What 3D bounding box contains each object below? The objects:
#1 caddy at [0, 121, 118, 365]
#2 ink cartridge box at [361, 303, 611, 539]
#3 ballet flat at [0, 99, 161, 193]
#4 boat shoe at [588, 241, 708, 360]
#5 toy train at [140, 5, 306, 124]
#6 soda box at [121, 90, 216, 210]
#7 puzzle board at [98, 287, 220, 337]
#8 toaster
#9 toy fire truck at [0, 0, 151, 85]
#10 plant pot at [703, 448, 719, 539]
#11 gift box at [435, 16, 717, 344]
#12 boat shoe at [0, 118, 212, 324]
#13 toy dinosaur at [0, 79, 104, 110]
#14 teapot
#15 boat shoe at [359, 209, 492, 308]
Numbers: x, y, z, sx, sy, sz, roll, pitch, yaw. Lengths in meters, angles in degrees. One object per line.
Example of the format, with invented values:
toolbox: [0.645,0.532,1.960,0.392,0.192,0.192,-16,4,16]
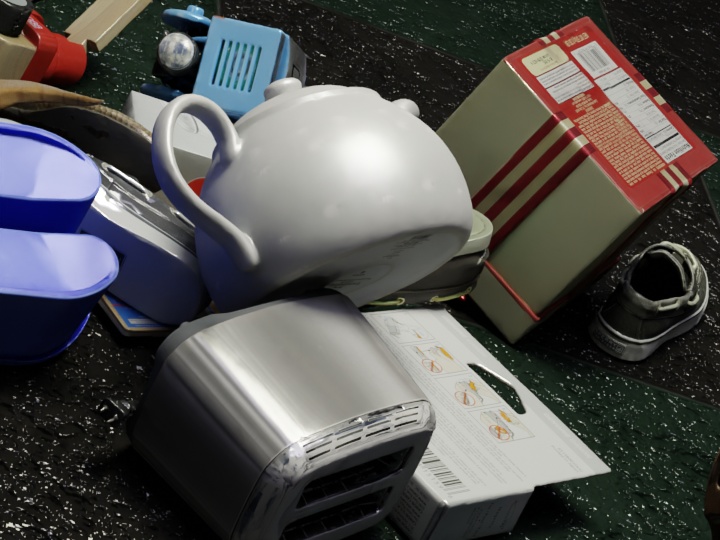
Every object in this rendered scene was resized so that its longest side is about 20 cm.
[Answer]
caddy: [-0.250,-0.015,1.495,0.199,0.105,0.142,7,55,-35]
ink cartridge box: [0.047,0.101,1.619,0.173,0.044,0.200,-3,38,-46]
ballet flat: [-0.212,-0.097,1.670,0.199,0.068,0.046,13,27,27]
boat shoe: [0.248,0.014,1.931,0.071,0.064,0.200,32,27,11]
toy train: [-0.092,-0.137,1.803,0.114,0.087,0.200,14,-7,14]
soda box: [-0.086,-0.061,1.728,0.199,0.064,0.068,17,28,-19]
puzzle board: [-0.121,0.000,1.678,0.199,0.017,0.151,0,38,-41]
toaster: [-0.049,0.096,1.463,0.199,0.114,0.129,-13,48,-46]
toy fire truck: [-0.267,-0.206,1.817,0.176,0.129,0.200,42,18,28]
plant pot: [0.357,0.168,1.632,0.197,0.201,0.200,0,36,-30]
gift box: [0.134,-0.078,1.851,0.200,0.187,0.184,50,34,12]
boat shoe: [-0.177,-0.042,1.605,0.199,0.072,0.068,32,30,5]
toy dinosaur: [-0.279,-0.119,1.643,0.199,0.061,0.107,-14,58,-3]
teapot: [-0.032,-0.058,1.551,0.197,0.200,0.147,-20,78,-7]
boat shoe: [0.000,0.000,1.694,0.200,0.061,0.072,-7,35,-23]
